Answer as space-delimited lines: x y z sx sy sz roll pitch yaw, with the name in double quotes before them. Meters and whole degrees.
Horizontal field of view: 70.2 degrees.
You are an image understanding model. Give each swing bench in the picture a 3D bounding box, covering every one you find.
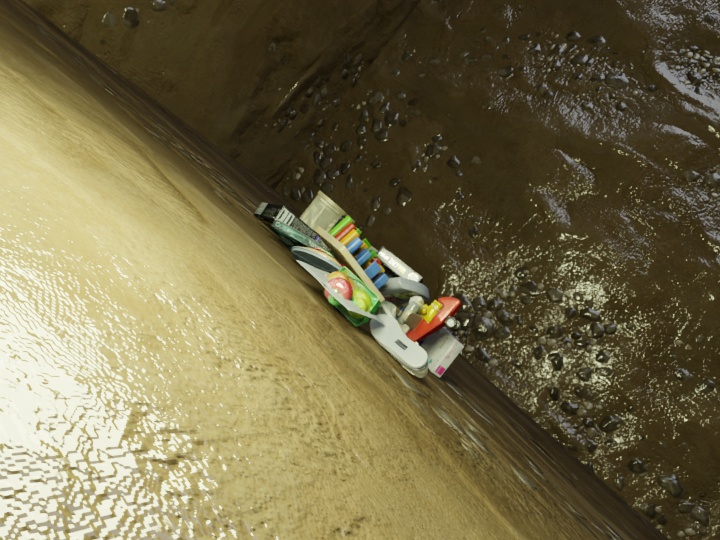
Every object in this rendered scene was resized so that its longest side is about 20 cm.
"swing bench" -0.148 -0.170 1.972 0.129 0.200 0.200 40 3 14

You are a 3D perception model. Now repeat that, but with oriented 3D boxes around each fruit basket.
"fruit basket" -0.045 0.056 1.180 0.185 0.094 0.199 41 12 27

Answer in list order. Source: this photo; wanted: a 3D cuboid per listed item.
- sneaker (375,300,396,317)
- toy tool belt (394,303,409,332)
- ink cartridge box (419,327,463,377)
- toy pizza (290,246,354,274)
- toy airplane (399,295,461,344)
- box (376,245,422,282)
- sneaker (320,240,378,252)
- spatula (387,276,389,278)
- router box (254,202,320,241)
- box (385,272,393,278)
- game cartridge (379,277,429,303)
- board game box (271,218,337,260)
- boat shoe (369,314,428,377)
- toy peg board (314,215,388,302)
"sneaker" 0.074 0.121 1.473 0.079 0.071 0.200 6 17 -18
"toy tool belt" 0.143 0.147 1.637 0.200 0.123 0.125 43 -2 46
"ink cartridge box" 0.236 0.236 1.572 0.042 0.120 0.200 37 4 -17
"toy pizza" -0.093 -0.015 1.352 0.198 0.032 0.200 27 -16 8
"toy airplane" 0.169 0.142 1.448 0.142 0.197 0.201 64 -31 23
"box" 0.125 0.004 1.639 0.161 0.049 0.200 41 -3 12
"sneaker" -0.047 -0.076 1.617 0.197 0.081 0.115 12 20 -27
"spatula" 0.000 0.000 1.509 0.198 0.057 0.020 21 7 23
"router box" -0.226 -0.139 1.578 0.157 0.053 0.199 38 -9 -29
"box" 0.006 0.006 1.664 0.198 0.042 0.156 15 17 -39
"game cartridge" 0.119 0.060 1.492 0.199 0.132 0.041 23 59 -55
"board game box" -0.149 -0.064 1.443 0.199 0.028 0.136 30 -15 22
"boat shoe" 0.092 0.182 1.222 0.200 0.071 0.070 38 -26 42
"toy peg board" -0.003 -0.044 1.372 0.201 0.098 0.199 52 -7 -30
